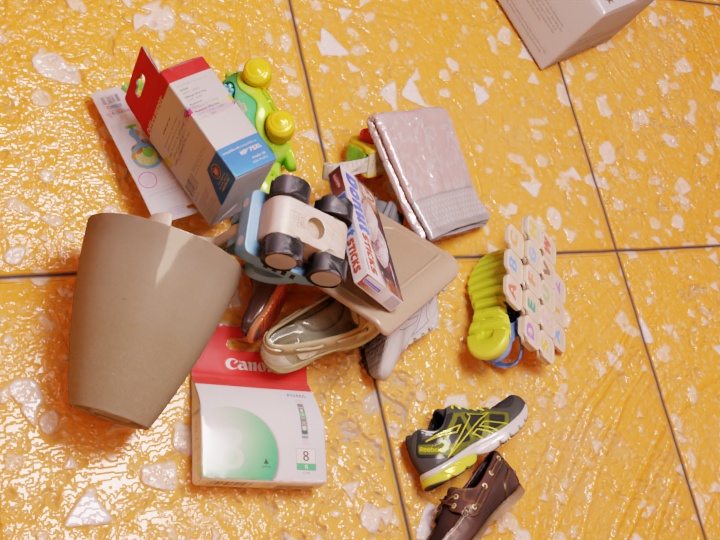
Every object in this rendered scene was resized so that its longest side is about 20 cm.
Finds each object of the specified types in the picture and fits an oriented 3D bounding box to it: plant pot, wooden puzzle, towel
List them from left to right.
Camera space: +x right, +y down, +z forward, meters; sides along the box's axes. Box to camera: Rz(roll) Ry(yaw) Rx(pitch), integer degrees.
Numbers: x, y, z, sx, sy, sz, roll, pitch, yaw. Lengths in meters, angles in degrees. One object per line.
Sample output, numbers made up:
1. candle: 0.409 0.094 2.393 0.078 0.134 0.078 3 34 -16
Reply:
1. plant pot: -0.246 0.067 1.173 0.185 0.187 0.203 21 72 -19
2. wooden puzzle: 0.002 -0.013 1.323 0.199 0.038 0.185 36 42 17
3. towel: 0.101 -0.139 1.484 0.199 0.032 0.193 -18 84 -57

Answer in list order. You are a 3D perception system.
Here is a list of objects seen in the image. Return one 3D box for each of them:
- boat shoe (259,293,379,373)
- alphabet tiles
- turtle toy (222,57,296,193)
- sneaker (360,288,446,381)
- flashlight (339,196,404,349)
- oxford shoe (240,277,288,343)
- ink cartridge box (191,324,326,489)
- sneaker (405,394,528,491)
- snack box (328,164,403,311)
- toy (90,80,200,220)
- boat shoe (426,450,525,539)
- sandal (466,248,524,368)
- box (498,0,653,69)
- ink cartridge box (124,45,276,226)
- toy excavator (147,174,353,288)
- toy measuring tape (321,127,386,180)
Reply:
1. boat shoe: -0.033 0.060 1.300 0.199 0.063 0.074 -23 69 -19
2. alphabet tiles: 0.253 0.027 1.499 0.195 0.014 0.202 40 47 -44
3. turtle toy: -0.141 -0.167 1.359 0.100 0.146 0.202 -21 78 -12
4. sneaker: 0.064 0.065 1.401 0.087 0.074 0.202 36 56 -17
5. flashlight: 0.000 0.000 1.399 0.068 0.067 0.202 55 48 -45
6. oxford shoe: -0.121 0.003 1.334 0.072 0.072 0.201 20 51 0
7. ink cartridge box: -0.123 0.158 1.267 0.159 0.050 0.203 8 67 -27
8. sneaker: 0.141 0.205 1.377 0.199 0.074 0.085 -30 84 -35
9. snack box: 0.005 -0.042 1.282 0.072 0.024 0.201 37 26 -38
10. toy: -0.251 -0.149 1.332 0.114 0.047 0.202 -20 74 -28
11. boat shoe: 0.130 0.304 1.331 0.199 0.070 0.071 -35 94 -44
12. sandal: 0.197 0.058 1.485 0.087 0.079 0.202 50 42 -39
13. box: 0.356 -0.482 1.747 0.199 0.171 0.200 -28 83 -35
14. ink cartridge box: -0.197 -0.170 1.267 0.067 0.116 0.201 -29 78 -34
15. toy excavator: -0.132 -0.032 1.229 0.193 0.199 0.101 23 59 -33
16. toy measuring tape: -0.008 -0.155 1.445 0.199 0.073 0.074 -20 79 -51
